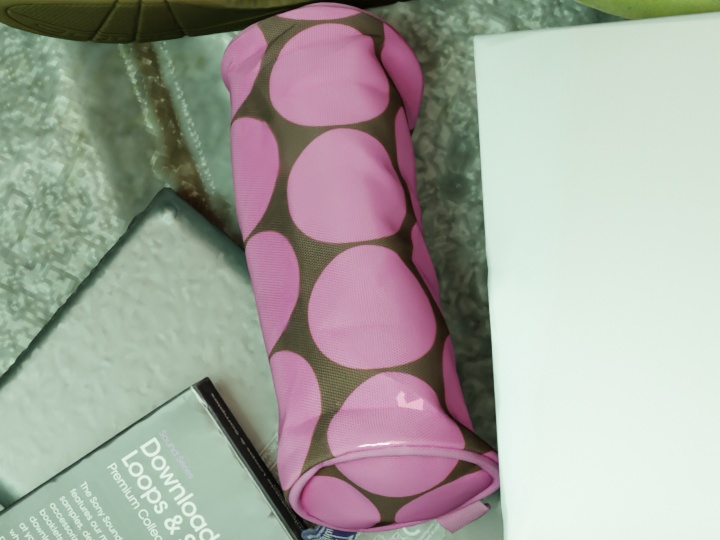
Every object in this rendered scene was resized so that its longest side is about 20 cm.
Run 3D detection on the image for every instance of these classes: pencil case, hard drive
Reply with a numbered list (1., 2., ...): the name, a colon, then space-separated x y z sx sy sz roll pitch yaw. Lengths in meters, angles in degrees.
1. pencil case: 0.000 0.000 0.794 0.091 0.094 0.201 -29 57 35
2. hard drive: -0.047 0.083 0.839 0.200 0.033 0.140 40 85 1

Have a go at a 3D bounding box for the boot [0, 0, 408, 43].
1. boot: -0.060 -0.177 0.841 0.199 0.072 0.155 -9 86 -10

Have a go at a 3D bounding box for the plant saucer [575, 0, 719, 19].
1. plant saucer: 0.144 -0.176 0.813 0.199 0.031 0.201 -9 50 11

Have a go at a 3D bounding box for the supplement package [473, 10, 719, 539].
1. supplement package: 0.155 0.008 0.775 0.199 0.147 0.192 -4 85 12

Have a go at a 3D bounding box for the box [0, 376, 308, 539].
1. box: -0.102 0.153 0.804 0.200 0.036 0.143 -33 92 10
